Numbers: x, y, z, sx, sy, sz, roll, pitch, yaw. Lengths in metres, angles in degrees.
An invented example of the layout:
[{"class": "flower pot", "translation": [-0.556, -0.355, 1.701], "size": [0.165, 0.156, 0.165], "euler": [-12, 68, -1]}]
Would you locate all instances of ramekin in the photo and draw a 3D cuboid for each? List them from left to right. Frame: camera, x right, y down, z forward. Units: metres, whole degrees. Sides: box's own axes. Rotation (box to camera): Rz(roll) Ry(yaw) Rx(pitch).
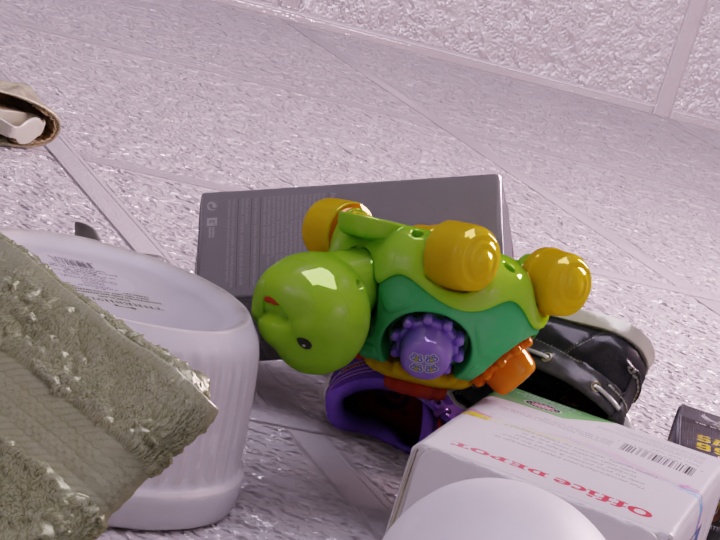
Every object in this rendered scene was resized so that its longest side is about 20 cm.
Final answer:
[{"class": "ramekin", "translation": [-0.149, 0.052, 1.274], "size": [0.200, 0.105, 0.200], "euler": [16, 12, -4]}]

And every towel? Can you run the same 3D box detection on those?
[{"class": "towel", "translation": [-0.175, 0.065, 1.125], "size": [0.200, 0.148, 0.037], "euler": [32, -20, 38]}]

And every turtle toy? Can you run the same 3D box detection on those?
[{"class": "turtle toy", "translation": [0.024, 0.019, 1.337], "size": [0.200, 0.101, 0.146], "euler": [14, -1, -41]}]

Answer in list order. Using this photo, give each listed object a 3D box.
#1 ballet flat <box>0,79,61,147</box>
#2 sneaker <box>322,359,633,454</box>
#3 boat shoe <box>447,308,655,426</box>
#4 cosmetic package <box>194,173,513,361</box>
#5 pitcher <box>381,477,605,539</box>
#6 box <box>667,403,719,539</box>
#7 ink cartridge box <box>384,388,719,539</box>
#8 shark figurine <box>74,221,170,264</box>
[{"class": "ballet flat", "translation": [-0.322, -0.135, 1.984], "size": [0.062, 0.068, 0.200], "euler": [34, 18, 25]}, {"class": "sneaker", "translation": [0.071, 0.102, 1.485], "size": [0.200, 0.081, 0.083], "euler": [10, 24, 13]}, {"class": "boat shoe", "translation": [0.075, 0.052, 1.437], "size": [0.200, 0.068, 0.072], "euler": [12, -30, 21]}, {"class": "cosmetic package", "translation": [0.000, 0.000, 1.532], "size": [0.200, 0.090, 0.107], "euler": [-2, -26, 10]}, {"class": "pitcher", "translation": [0.039, 0.173, 1.004], "size": [0.171, 0.121, 0.200], "euler": [0, 25, -6]}, {"class": "box", "translation": [0.298, 0.158, 1.563], "size": [0.200, 0.048, 0.158], "euler": [19, 12, 5]}, {"class": "ink cartridge box", "translation": [0.109, 0.137, 1.296], "size": [0.145, 0.088, 0.200], "euler": [19, 10, 14]}, {"class": "shark figurine", "translation": [-0.201, 0.003, 1.436], "size": [0.214, 0.090, 0.128], "euler": [3, -29, 13]}]
